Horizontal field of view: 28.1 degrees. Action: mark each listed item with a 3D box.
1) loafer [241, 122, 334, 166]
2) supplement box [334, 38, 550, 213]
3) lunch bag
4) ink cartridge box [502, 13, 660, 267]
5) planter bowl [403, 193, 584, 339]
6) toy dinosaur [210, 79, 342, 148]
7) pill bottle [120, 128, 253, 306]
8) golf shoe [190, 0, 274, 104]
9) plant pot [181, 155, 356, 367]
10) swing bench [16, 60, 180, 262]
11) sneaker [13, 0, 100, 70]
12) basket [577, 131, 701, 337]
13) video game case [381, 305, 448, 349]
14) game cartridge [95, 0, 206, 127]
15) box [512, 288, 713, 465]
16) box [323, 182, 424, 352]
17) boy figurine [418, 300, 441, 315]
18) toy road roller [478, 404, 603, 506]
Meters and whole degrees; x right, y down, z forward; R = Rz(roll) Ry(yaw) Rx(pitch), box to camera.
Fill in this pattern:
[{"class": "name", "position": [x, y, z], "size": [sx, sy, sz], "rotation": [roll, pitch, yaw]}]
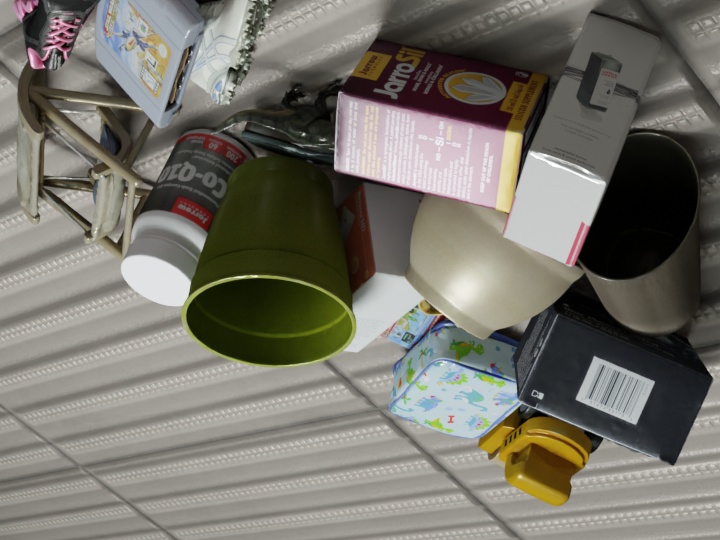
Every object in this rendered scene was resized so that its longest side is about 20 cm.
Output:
[{"class": "loafer", "position": [-0.041, -0.155, 1.683], "size": [0.198, 0.063, 0.072], "rotation": [16, 177, 16]}, {"class": "supplement box", "position": [0.086, -0.155, 1.517], "size": [0.198, 0.131, 0.104], "rotation": [13, 129, 12]}, {"class": "lunch bag", "position": [0.138, 0.151, 1.951], "size": [0.159, 0.083, 0.200], "rotation": [19, 147, -12]}, {"class": "ink cartridge box", "position": [0.219, -0.131, 1.425], "size": [0.084, 0.201, 0.146], "rotation": [23, 146, 8]}, {"class": "planter bowl", "position": [0.134, -0.010, 1.610], "size": [0.200, 0.135, 0.200], "rotation": [36, -171, -6]}, {"class": "toy dinosaur", "position": [-0.064, -0.174, 1.629], "size": [0.198, 0.089, 0.048], "rotation": [13, 145, 16]}, {"class": "pill bottle", "position": [-0.210, -0.065, 1.761], "size": [0.113, 0.201, 0.114], "rotation": [15, 146, 10]}, {"class": "golf shoe", "position": [-0.158, -0.264, 1.577], "size": [0.097, 0.079, 0.200], "rotation": [31, 145, -2]}, {"class": "plant pot", "position": [-0.100, -0.020, 1.674], "size": [0.198, 0.194, 0.201], "rotation": [2, 147, 1]}, {"class": "swing bench", "position": [-0.348, -0.139, 1.804], "size": [0.198, 0.130, 0.199], "rotation": [22, 147, 1]}, {"class": "sneaker", "position": [-0.334, -0.273, 1.599], "size": [0.078, 0.096, 0.200], "rotation": [1, 174, -24]}, {"class": "basket", "position": [0.309, -0.022, 1.574], "size": [0.135, 0.182, 0.200], "rotation": [11, 156, 23]}, {"class": "video game case", "position": [0.020, 0.037, 1.933], "size": [0.199, 0.018, 0.143], "rotation": [25, 146, -3]}, {"class": "game cartridge", "position": [-0.241, -0.263, 1.611], "size": [0.133, 0.041, 0.200], "rotation": [44, 147, 8]}, {"class": "box", "position": [0.293, 0.116, 1.708], "size": [0.195, 0.118, 0.200], "rotation": [23, -169, 0]}, {"class": "box", "position": [0.000, 0.000, 1.758], "size": [0.097, 0.125, 0.200], "rotation": [9, 148, -31]}, {"class": "boy figurine", "position": [0.144, 0.004, 1.777], "size": [0.199, 0.065, 0.124], "rotation": [-16, 133, 39]}, {"class": "toy road roller", "position": [0.243, 0.259, 1.993], "size": [0.122, 0.147, 0.200], "rotation": [27, 146, -7]}]
